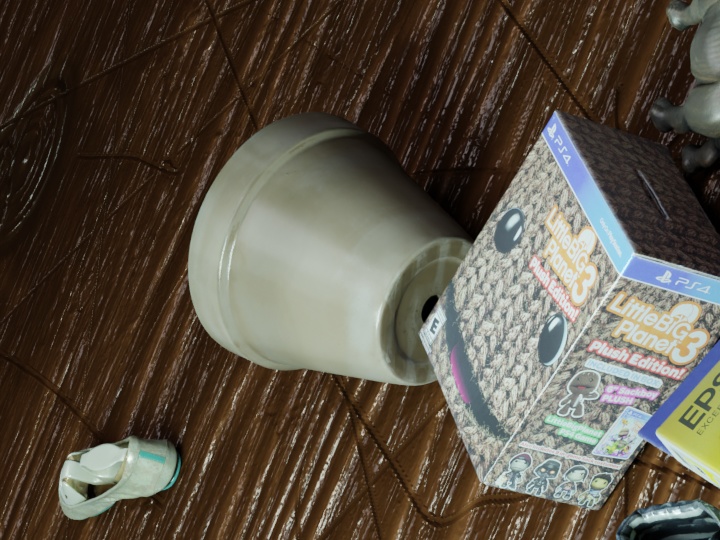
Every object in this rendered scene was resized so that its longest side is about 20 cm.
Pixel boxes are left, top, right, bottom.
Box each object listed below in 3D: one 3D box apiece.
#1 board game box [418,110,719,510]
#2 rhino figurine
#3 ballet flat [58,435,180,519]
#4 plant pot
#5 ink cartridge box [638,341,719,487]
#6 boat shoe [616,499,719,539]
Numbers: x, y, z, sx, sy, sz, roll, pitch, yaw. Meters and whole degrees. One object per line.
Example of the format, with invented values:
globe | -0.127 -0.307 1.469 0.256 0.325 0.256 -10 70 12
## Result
board game box | 0.144 0.027 1.523 0.200 0.096 0.160 -60 32 27
rhino figurine | 0.248 -0.169 1.530 0.087 0.060 0.201 -16 61 60
ballet flat | -0.235 0.179 2.072 0.200 0.062 0.068 -24 52 50
plant pot | 0.000 0.000 1.722 0.173 0.200 0.201 26 94 42
ink cartridge box | 0.266 0.047 1.319 0.198 0.047 0.200 -48 33 -5
boat shoe | 0.231 0.184 1.289 0.200 0.091 0.071 1 47 49
